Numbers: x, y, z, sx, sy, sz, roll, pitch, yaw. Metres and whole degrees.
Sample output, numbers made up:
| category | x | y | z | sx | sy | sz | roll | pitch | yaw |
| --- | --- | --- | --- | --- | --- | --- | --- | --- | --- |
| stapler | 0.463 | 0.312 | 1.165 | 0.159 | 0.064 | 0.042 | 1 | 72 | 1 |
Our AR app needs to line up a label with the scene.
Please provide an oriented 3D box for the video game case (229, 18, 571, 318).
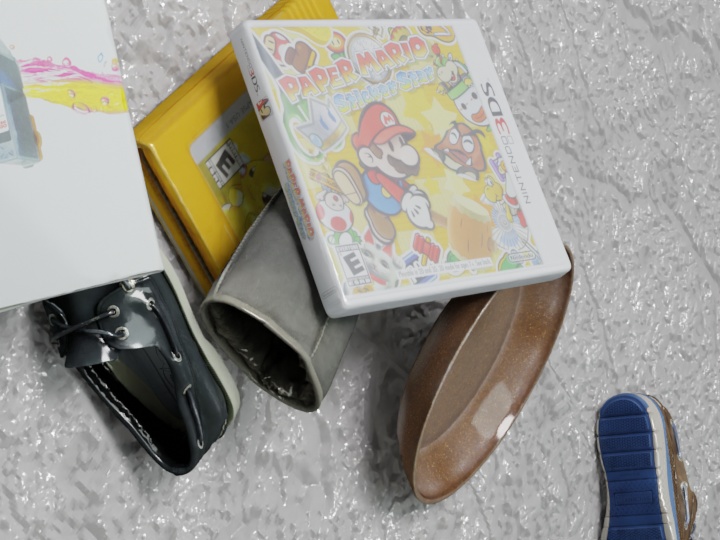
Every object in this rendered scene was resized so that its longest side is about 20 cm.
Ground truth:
| category | x | y | z | sx | sy | sz | roll | pitch | yaw |
| --- | --- | --- | --- | --- | --- | --- | --- | --- | --- |
| video game case | 0.029 | -0.070 | 1.004 | 0.200 | 0.023 | 0.183 | -9 | 73 | -42 |

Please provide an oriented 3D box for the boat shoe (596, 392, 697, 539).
| category | x | y | z | sx | sy | sz | roll | pitch | yaw |
| --- | --- | --- | --- | --- | --- | --- | --- | --- | --- |
| boat shoe | 0.237 | 0.198 | 1.311 | 0.072 | 0.072 | 0.201 | 6 | 82 | -49 |

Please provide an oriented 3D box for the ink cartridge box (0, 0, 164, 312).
| category | x | y | z | sx | sy | sz | roll | pitch | yaw |
| --- | --- | --- | --- | --- | --- | --- | --- | --- | --- |
| ink cartridge box | -0.194 | -0.080 | 0.768 | 0.144 | 0.145 | 0.201 | -13 | 98 | -20 |

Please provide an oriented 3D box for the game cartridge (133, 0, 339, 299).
| category | x | y | z | sx | sy | sz | roll | pitch | yaw |
| --- | --- | --- | --- | --- | --- | --- | --- | --- | --- |
| game cartridge | -0.047 | -0.062 | 1.048 | 0.200 | 0.032 | 0.177 | -49 | 121 | -38 |

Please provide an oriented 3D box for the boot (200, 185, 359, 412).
| category | x | y | z | sx | sy | sz | roll | pitch | yaw |
| --- | --- | --- | --- | --- | --- | --- | --- | --- | --- |
| boot | -0.001 | 0.001 | 1.002 | 0.182 | 0.072 | 0.200 | 39 | 42 | -24 |

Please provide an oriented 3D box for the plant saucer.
| category | x | y | z | sx | sy | sz | roll | pitch | yaw |
| --- | --- | --- | --- | --- | --- | --- | --- | --- | --- |
| plant saucer | 0.079 | 0.064 | 1.120 | 0.200 | 0.037 | 0.201 | -48 | 155 | -32 |

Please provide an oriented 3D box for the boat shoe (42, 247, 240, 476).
| category | x | y | z | sx | sy | sz | roll | pitch | yaw |
| --- | --- | --- | --- | --- | --- | --- | --- | --- | --- |
| boat shoe | -0.136 | 0.037 | 0.908 | 0.200 | 0.074 | 0.066 | 64 | 34 | -35 |
